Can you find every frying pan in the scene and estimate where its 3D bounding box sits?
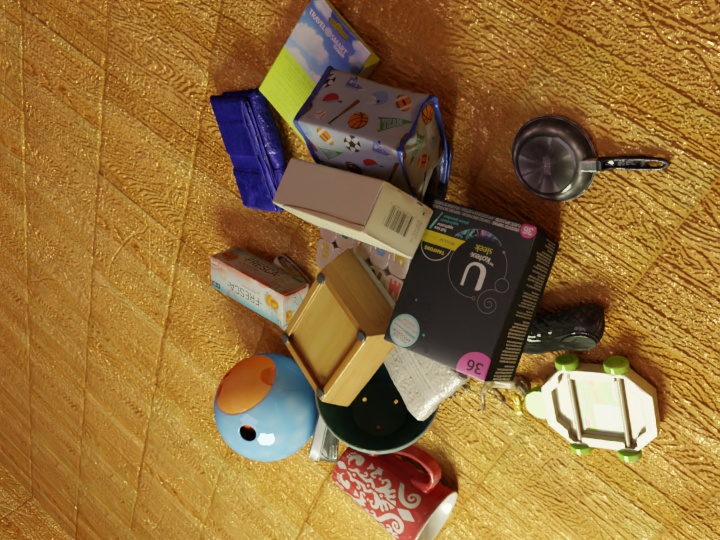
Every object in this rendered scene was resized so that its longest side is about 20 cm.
[{"bbox_3d":[0.269,-0.120,0.914,0.190,0.031,0.115,32,133,25],"label":"frying pan"}]

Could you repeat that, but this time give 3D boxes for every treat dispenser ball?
[{"bbox_3d":[-0.174,0.255,1.387,0.201,0.201,0.201,20,127,30],"label":"treat dispenser ball"}]

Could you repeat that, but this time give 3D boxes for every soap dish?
[{"bbox_3d":[-0.031,0.091,1.100,0.157,0.081,0.200,55,134,25],"label":"soap dish"}]

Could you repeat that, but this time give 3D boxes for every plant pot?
[{"bbox_3d":[0.031,0.214,1.220,0.200,0.200,0.135,35,161,18],"label":"plant pot"}]

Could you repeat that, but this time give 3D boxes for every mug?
[{"bbox_3d":[0.067,0.381,1.338,0.200,0.133,0.178,31,98,27],"label":"mug"}]

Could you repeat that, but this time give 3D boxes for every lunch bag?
[{"bbox_3d":[0.028,-0.166,1.010,0.170,0.124,0.200,23,160,26],"label":"lunch bag"}]

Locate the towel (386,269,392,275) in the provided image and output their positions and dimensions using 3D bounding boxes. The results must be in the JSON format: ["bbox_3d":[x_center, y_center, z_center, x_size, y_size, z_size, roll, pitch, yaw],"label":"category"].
[{"bbox_3d":[0.000,0.000,1.147,0.147,0.024,0.200,40,125,42],"label":"towel"}]

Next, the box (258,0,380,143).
[{"bbox_3d":[-0.059,-0.290,1.065,0.122,0.048,0.200,49,136,5],"label":"box"}]

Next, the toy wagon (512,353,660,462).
[{"bbox_3d":[0.315,0.189,1.044,0.200,0.040,0.155,0,115,36],"label":"toy wagon"}]

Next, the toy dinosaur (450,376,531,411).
[{"bbox_3d":[0.174,0.152,1.151,0.200,0.058,0.101,32,117,11],"label":"toy dinosaur"}]

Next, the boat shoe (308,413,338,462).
[{"bbox_3d":[-0.043,0.249,1.334,0.057,0.069,0.200,16,90,-3],"label":"boat shoe"}]

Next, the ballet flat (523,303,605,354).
[{"bbox_3d":[0.256,0.082,1.043,0.200,0.057,0.066,-6,139,47],"label":"ballet flat"}]

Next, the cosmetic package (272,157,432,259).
[{"bbox_3d":[-0.014,-0.085,0.978,0.200,0.104,0.073,21,86,49],"label":"cosmetic package"}]

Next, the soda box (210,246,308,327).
[{"bbox_3d":[-0.180,0.026,1.307,0.200,0.064,0.068,26,126,36],"label":"soda box"}]

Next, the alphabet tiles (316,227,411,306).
[{"bbox_3d":[0.003,-0.019,1.110,0.200,0.015,0.196,29,117,42],"label":"alphabet tiles"}]

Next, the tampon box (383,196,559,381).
[{"bbox_3d":[0.148,0.028,0.968,0.150,0.126,0.200,19,91,29],"label":"tampon box"}]

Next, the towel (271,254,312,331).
[{"bbox_3d":[-0.107,0.079,1.343,0.200,0.034,0.133,46,135,8],"label":"towel"}]

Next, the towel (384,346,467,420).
[{"bbox_3d":[0.078,0.111,1.117,0.200,0.034,0.133,62,140,25],"label":"towel"}]

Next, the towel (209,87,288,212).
[{"bbox_3d":[-0.181,-0.194,1.211,0.148,0.050,0.200,9,121,48],"label":"towel"}]
